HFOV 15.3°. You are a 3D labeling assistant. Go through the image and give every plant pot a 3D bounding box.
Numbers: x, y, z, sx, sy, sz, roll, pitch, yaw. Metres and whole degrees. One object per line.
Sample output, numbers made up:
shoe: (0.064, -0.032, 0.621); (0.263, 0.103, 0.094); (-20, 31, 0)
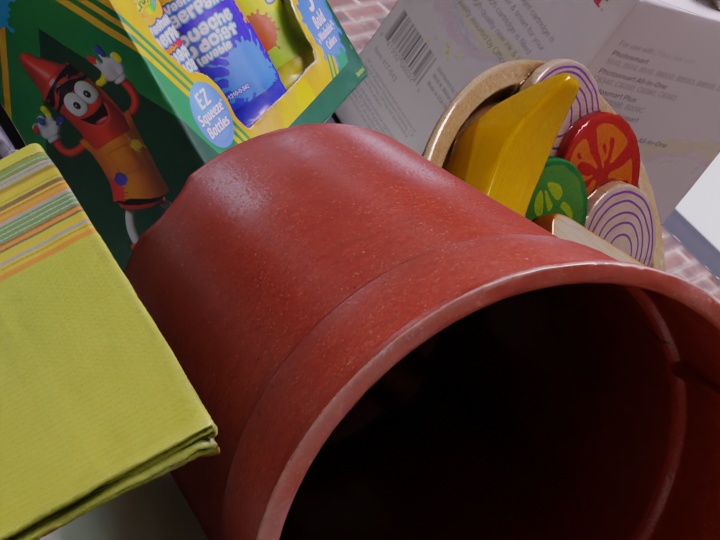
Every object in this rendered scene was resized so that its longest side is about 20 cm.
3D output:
plant pot: (0.014, 0.050, 0.951); (0.201, 0.201, 0.195); (18, 14, -33)

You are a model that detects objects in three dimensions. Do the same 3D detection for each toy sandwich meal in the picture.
toy sandwich meal: (0.093, 0.005, 1.164); (0.205, 0.070, 0.205); (6, 82, -49)

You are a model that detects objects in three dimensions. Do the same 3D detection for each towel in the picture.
towel: (-0.118, 0.024, 0.930); (0.200, 0.086, 0.018); (52, -11, 52)

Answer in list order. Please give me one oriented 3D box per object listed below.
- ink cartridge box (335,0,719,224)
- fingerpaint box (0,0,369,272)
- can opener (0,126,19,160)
ink cartridge box: (0.106, -0.105, 1.299); (0.125, 0.200, 0.129); (10, 38, -42)
fingerpaint box: (-0.088, -0.113, 1.152); (0.167, 0.073, 0.200); (60, 24, -11)
can opener: (-0.157, -0.037, 1.062); (0.200, 0.053, 0.067); (55, -1, 30)
